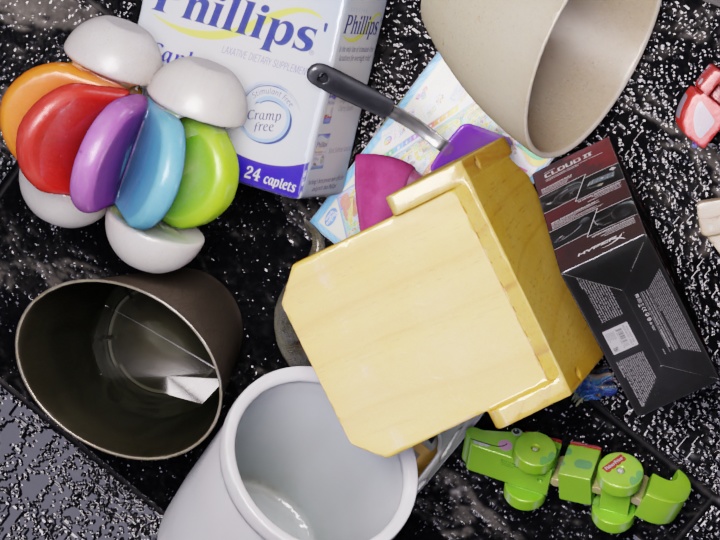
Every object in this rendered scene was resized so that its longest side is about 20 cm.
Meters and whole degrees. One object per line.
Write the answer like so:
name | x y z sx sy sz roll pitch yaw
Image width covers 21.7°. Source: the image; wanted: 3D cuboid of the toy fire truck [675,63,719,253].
toy fire truck | 0.329 -0.061 1.561 0.200 0.049 0.141 38 103 3

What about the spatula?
spatula | 0.037 -0.122 1.531 0.200 0.021 0.057 26 113 -27

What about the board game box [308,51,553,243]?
board game box | 0.068 -0.078 1.615 0.134 0.034 0.200 39 103 3

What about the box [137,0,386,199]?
box | -0.091 -0.180 1.577 0.183 0.105 0.201 17 101 19

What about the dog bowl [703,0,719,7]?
dog bowl | 0.342 -0.293 1.508 0.199 0.059 0.201 1 102 4

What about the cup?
cup | 0.134 -0.211 1.518 0.143 0.200 0.201 30 103 25

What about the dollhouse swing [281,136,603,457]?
dollhouse swing | 0.065 0.029 1.516 0.175 0.182 0.200 -26 93 24

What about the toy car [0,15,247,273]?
toy car | -0.197 -0.099 1.491 0.200 0.150 0.175 27 106 18

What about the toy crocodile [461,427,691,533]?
toy crocodile | 0.184 0.174 1.619 0.199 0.062 0.068 14 136 13

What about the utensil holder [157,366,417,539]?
utensil holder | -0.067 0.202 1.576 0.170 0.170 0.200 39 140 3

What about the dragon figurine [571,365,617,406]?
dragon figurine | 0.130 0.061 1.589 0.199 0.059 0.100 7 82 -15

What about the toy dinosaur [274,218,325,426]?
toy dinosaur | -0.032 0.059 1.617 0.102 0.077 0.201 -17 108 9

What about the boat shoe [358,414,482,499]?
boat shoe | 0.059 0.131 1.628 0.071 0.070 0.200 36 100 2

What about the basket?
basket | -0.178 0.065 1.597 0.180 0.200 0.136 27 102 5

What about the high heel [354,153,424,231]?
high heel | 0.000 0.000 1.565 0.096 0.067 0.200 24 72 16

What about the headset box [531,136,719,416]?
headset box | 0.210 -0.003 1.513 0.077 0.200 0.149 -25 116 12
